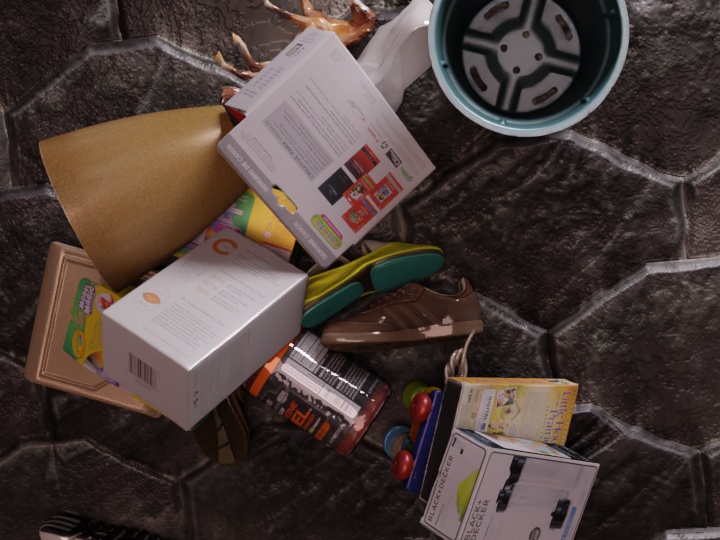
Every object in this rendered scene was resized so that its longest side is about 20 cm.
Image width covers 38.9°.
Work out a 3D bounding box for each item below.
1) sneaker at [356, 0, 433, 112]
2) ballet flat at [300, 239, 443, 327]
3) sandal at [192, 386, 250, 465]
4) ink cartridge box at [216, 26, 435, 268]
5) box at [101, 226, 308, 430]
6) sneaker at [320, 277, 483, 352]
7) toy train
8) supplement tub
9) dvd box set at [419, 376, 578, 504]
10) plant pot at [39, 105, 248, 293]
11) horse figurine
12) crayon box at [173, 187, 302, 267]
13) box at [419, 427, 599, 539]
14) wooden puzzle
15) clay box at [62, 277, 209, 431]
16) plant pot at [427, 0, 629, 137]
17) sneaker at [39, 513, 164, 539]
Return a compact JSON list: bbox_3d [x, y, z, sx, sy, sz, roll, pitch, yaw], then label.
[{"bbox_3d":[0.022,-0.239,1.201,0.075,0.089,0.200,26,127,-35],"label":"sneaker"},{"bbox_3d":[0.000,0.000,1.222,0.199,0.067,0.067,-24,56,-9],"label":"ballet flat"},{"bbox_3d":[-0.181,0.151,1.272,0.082,0.055,0.201,-11,105,31],"label":"sandal"},{"bbox_3d":[-0.048,-0.133,1.126,0.176,0.084,0.200,-43,118,-6],"label":"ink cartridge box"},{"bbox_3d":[-0.168,0.058,1.120,0.124,0.200,0.098,30,135,21],"label":"box"},{"bbox_3d":[0.046,0.053,1.218,0.199,0.070,0.076,-4,76,-15],"label":"sneaker"},{"bbox_3d":[0.087,0.156,1.216,0.084,0.116,0.201,16,93,-20],"label":"toy train"},{"bbox_3d":[-0.069,0.129,1.232,0.200,0.107,0.107,34,99,3],"label":"supplement tub"},{"bbox_3d":[0.164,0.196,1.180,0.029,0.200,0.147,22,103,50],"label":"dvd box set"},{"bbox_3d":[-0.225,-0.102,1.142,0.200,0.186,0.187,-26,93,-4],"label":"plant pot"},{"bbox_3d":[-0.085,-0.263,1.211,0.132,0.050,0.200,35,91,-15],"label":"horse figurine"},{"bbox_3d":[-0.166,-0.062,1.246,0.199,0.058,0.119,18,98,5],"label":"crayon box"},{"bbox_3d":[0.171,0.250,1.143,0.200,0.060,0.117,17,94,-40],"label":"box"},{"bbox_3d":[-0.321,0.075,1.297,0.199,0.037,0.186,16,99,10],"label":"wooden puzzle"},{"bbox_3d":[-0.259,0.092,1.224,0.200,0.048,0.115,29,114,15],"label":"clay box"},{"bbox_3d":[0.178,-0.247,1.111,0.199,0.196,0.201,1,98,7],"label":"plant pot"},{"bbox_3d":[-0.325,0.396,1.319,0.199,0.076,0.116,14,103,16],"label":"sneaker"}]
